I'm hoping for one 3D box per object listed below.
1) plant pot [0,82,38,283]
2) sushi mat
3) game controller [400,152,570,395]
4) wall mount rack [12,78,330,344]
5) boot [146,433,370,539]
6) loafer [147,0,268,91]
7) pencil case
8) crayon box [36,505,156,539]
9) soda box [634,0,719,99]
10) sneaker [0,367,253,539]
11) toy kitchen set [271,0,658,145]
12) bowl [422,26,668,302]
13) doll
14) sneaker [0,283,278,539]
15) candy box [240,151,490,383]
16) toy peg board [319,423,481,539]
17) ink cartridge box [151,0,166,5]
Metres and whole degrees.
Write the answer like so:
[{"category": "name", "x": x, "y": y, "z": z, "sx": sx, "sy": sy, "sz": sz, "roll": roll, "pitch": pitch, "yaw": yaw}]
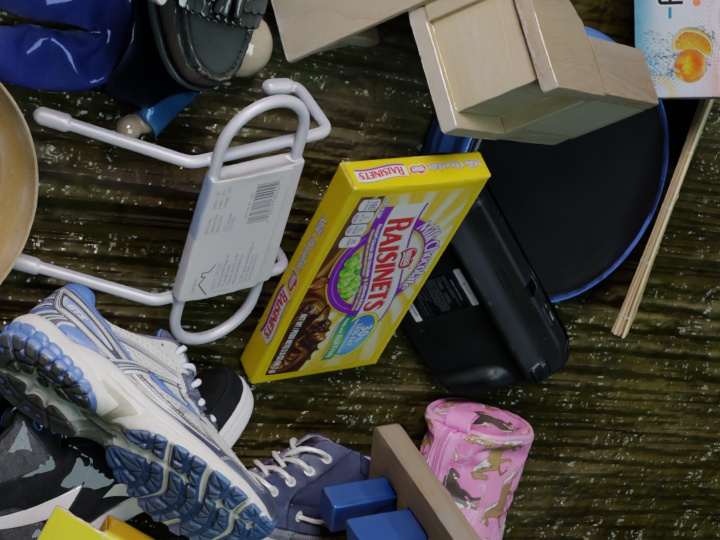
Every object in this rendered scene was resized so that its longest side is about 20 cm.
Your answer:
[{"category": "plant pot", "x": -0.278, "y": -0.044, "z": 1.015, "sx": 0.198, "sy": 0.028, "sz": 0.202, "roll": -12, "pitch": 122, "yaw": -20}, {"category": "sushi mat", "x": 0.225, "y": -0.052, "z": 1.333, "sx": 0.096, "sy": 0.012, "sz": 0.202, "roll": -25, "pitch": 135, "yaw": -76}, {"category": "game controller", "x": 0.064, "y": 0.007, "z": 1.244, "sx": 0.201, "sy": 0.103, "sz": 0.042, "roll": 59, "pitch": 35, "yaw": -33}, {"category": "wall mount rack", "x": -0.111, "y": -0.041, "z": 1.094, "sx": 0.172, "sy": 0.075, "sz": 0.201, "roll": -14, "pitch": 141, "yaw": -32}, {"category": "boot", "x": -0.060, "y": 0.145, "z": 1.233, "sx": 0.199, "sy": 0.072, "sz": 0.091, "roll": 25, "pitch": 89, "yaw": -46}, {"category": "loafer", "x": -0.076, "y": -0.204, "z": 1.040, "sx": 0.071, "sy": 0.063, "sz": 0.202, "roll": 9, "pitch": 82, "yaw": -41}, {"category": "pencil case", "x": 0.063, "y": 0.190, "z": 1.319, "sx": 0.082, "sy": 0.087, "sz": 0.202, "roll": 14, "pitch": 102, "yaw": -5}, {"category": "crayon box", "x": -0.125, "y": 0.237, "z": 1.109, "sx": 0.199, "sy": 0.051, "sz": 0.128, "roll": 31, "pitch": 91, "yaw": -7}, {"category": "soda box", "x": 0.220, "y": -0.216, "z": 1.229, "sx": 0.064, "sy": 0.068, "sz": 0.202, "roll": -26, "pitch": 116, "yaw": -67}, {"category": "sneaker", "x": -0.164, "y": 0.097, "z": 1.137, "sx": 0.199, "sy": 0.073, "sz": 0.113, "roll": -36, "pitch": 121, "yaw": -18}, {"category": "toy kitchen set", "x": 0.058, "y": -0.175, "z": 1.158, "sx": 0.180, "sy": 0.162, "sz": 0.202, "roll": -2, "pitch": 74, "yaw": -61}, {"category": "bowl", "x": 0.134, "y": -0.071, "z": 1.286, "sx": 0.199, "sy": 0.039, "sz": 0.203, "roll": -13, "pitch": 116, "yaw": -29}, {"category": "doll", "x": -0.136, "y": -0.144, "z": 1.073, "sx": 0.198, "sy": 0.048, "sz": 0.138, "roll": 5, "pitch": 107, "yaw": -34}, {"category": "sneaker", "x": -0.119, "y": 0.080, "z": 1.094, "sx": 0.200, "sy": 0.077, "sz": 0.085, "roll": 41, "pitch": 47, "yaw": -8}, {"category": "candy box", "x": 0.000, "y": 0.000, "z": 1.172, "sx": 0.101, "sy": 0.027, "sz": 0.201, "roll": -10, "pitch": 147, "yaw": -32}, {"category": "toy peg board", "x": 0.010, "y": 0.240, "z": 1.166, "sx": 0.097, "sy": 0.200, "sz": 0.201, "roll": -8, "pitch": 121, "yaw": -21}, {"category": "ink cartridge box", "x": -0.120, "y": -0.237, "z": 0.952, "sx": 0.145, "sy": 0.200, "sz": 0.088, "roll": -47, "pitch": 130, "yaw": -9}]
